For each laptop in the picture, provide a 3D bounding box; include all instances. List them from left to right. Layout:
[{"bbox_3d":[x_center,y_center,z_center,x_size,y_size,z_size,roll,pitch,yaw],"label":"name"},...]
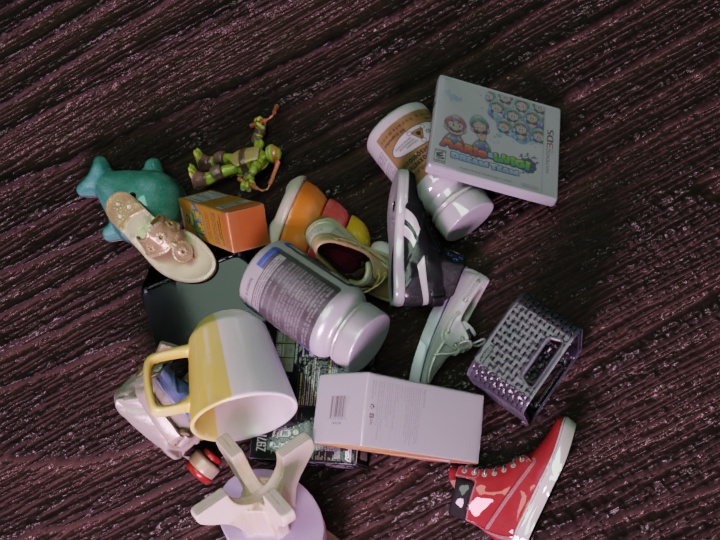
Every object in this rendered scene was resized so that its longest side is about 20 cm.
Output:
[{"bbox_3d":[-0.240,0.030,1.504,0.177,0.200,0.103,-21,113,6],"label":"laptop"}]

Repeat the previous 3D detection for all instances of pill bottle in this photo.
[{"bbox_3d":[-0.064,0.052,1.360,0.200,0.114,0.114,33,85,24],"label":"pill bottle"},{"bbox_3d":[0.108,-0.148,1.462,0.114,0.114,0.200,-36,71,1],"label":"pill bottle"}]

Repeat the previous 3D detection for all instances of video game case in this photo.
[{"bbox_3d":[0.201,-0.196,1.434,0.200,0.024,0.182,14,57,-7],"label":"video game case"}]

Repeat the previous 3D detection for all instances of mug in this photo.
[{"bbox_3d":[-0.190,0.137,1.341,0.149,0.186,0.153,-38,54,33],"label":"mug"}]

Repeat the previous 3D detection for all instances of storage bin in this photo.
[{"bbox_3d":[0.227,0.124,1.317,0.094,0.200,0.135,35,85,19],"label":"storage bin"}]

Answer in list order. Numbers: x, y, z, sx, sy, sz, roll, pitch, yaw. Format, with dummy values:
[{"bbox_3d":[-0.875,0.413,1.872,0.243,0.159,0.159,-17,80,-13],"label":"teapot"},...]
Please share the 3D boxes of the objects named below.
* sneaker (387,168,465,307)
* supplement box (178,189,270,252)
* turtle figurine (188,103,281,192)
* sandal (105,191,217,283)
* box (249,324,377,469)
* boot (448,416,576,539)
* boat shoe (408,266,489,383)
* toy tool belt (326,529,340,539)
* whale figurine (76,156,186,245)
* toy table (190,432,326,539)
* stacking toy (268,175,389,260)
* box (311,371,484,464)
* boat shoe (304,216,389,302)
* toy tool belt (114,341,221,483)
[{"bbox_3d":[0.098,-0.045,1.398,0.112,0.073,0.200,3,83,-10],"label":"sneaker"},{"bbox_3d":[-0.212,-0.077,1.475,0.069,0.200,0.067,-16,107,-26],"label":"supplement box"},{"bbox_3d":[-0.192,-0.185,1.567,0.161,0.064,0.200,-9,51,14],"label":"turtle figurine"},{"bbox_3d":[-0.315,-0.054,1.448,0.212,0.070,0.078,36,87,17],"label":"sandal"},{"bbox_3d":[-0.067,0.188,1.427,0.163,0.086,0.200,0,75,13],"label":"box"},{"bbox_3d":[0.207,0.275,1.353,0.144,0.072,0.200,27,86,19],"label":"boot"},{"bbox_3d":[0.142,0.092,1.419,0.086,0.075,0.202,21,71,14],"label":"boat shoe"},{"bbox_3d":[-0.125,0.426,1.352,0.123,0.125,0.200,40,78,6],"label":"toy tool belt"},{"bbox_3d":[-0.380,-0.121,1.569,0.200,0.104,0.159,31,84,16],"label":"whale figurine"},{"bbox_3d":[-0.134,0.309,1.300,0.200,0.117,0.184,23,50,39],"label":"toy table"},{"bbox_3d":[-0.036,-0.048,1.475,0.200,0.146,0.146,21,80,2],"label":"stacking toy"},{"bbox_3d":[0.053,0.204,1.322,0.124,0.200,0.098,-13,67,56],"label":"box"},{"bbox_3d":[0.000,0.000,1.418,0.074,0.200,0.066,-48,27,22],"label":"boat shoe"},{"bbox_3d":[-0.255,0.208,1.413,0.200,0.125,0.123,45,83,-16],"label":"toy tool belt"}]
